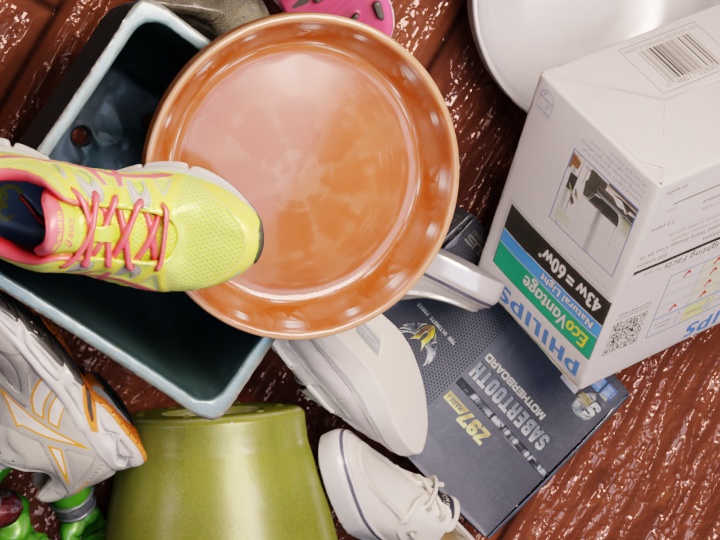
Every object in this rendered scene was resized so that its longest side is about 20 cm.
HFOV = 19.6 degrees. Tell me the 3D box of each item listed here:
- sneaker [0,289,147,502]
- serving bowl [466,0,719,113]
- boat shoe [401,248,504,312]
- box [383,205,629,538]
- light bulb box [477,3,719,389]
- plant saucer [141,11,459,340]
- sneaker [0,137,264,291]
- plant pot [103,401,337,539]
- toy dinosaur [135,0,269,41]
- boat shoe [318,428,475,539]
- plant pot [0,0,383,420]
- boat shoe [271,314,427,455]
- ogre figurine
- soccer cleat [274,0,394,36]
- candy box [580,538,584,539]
[{"bbox_3d":[-0.219,0.082,1.328,0.092,0.076,0.200,-34,129,0],"label":"sneaker"},{"bbox_3d":[0.163,-0.202,1.503,0.199,0.066,0.201,-4,102,-17],"label":"serving bowl"},{"bbox_3d":[0.000,0.000,1.462,0.199,0.072,0.066,19,94,4],"label":"boat shoe"},{"bbox_3d":[0.081,0.076,1.546,0.158,0.051,0.200,-43,110,-4],"label":"box"},{"bbox_3d":[0.208,-0.054,1.447,0.198,0.125,0.201,-22,145,-32],"label":"light bulb box"},{"bbox_3d":[-0.037,-0.058,1.275,0.199,0.032,0.202,-4,103,-16],"label":"plant saucer"},{"bbox_3d":[-0.155,-0.024,1.194,0.199,0.090,0.079,8,102,-1],"label":"sneaker"},{"bbox_3d":[-0.099,0.192,1.453,0.199,0.200,0.194,-4,91,-17],"label":"plant pot"},{"bbox_3d":[-0.095,-0.174,1.392,0.102,0.200,0.077,28,80,16],"label":"toy dinosaur"},{"bbox_3d":[0.036,0.173,1.506,0.069,0.071,0.200,-18,135,18],"label":"boat shoe"},{"bbox_3d":[-0.139,-0.053,1.367,0.196,0.200,0.196,35,90,-21],"label":"plant pot"},{"bbox_3d":[-0.015,0.066,1.440,0.200,0.068,0.072,48,42,-49],"label":"boat shoe"},{"bbox_3d":[-0.266,0.147,1.427,0.199,0.098,0.121,7,111,-8],"label":"ogre figurine"},{"bbox_3d":[-0.054,-0.228,1.412,0.200,0.086,0.070,40,111,-15],"label":"soccer cleat"},{"bbox_3d":[0.151,0.338,1.615,0.167,0.072,0.201,-27,109,-10],"label":"candy box"}]
